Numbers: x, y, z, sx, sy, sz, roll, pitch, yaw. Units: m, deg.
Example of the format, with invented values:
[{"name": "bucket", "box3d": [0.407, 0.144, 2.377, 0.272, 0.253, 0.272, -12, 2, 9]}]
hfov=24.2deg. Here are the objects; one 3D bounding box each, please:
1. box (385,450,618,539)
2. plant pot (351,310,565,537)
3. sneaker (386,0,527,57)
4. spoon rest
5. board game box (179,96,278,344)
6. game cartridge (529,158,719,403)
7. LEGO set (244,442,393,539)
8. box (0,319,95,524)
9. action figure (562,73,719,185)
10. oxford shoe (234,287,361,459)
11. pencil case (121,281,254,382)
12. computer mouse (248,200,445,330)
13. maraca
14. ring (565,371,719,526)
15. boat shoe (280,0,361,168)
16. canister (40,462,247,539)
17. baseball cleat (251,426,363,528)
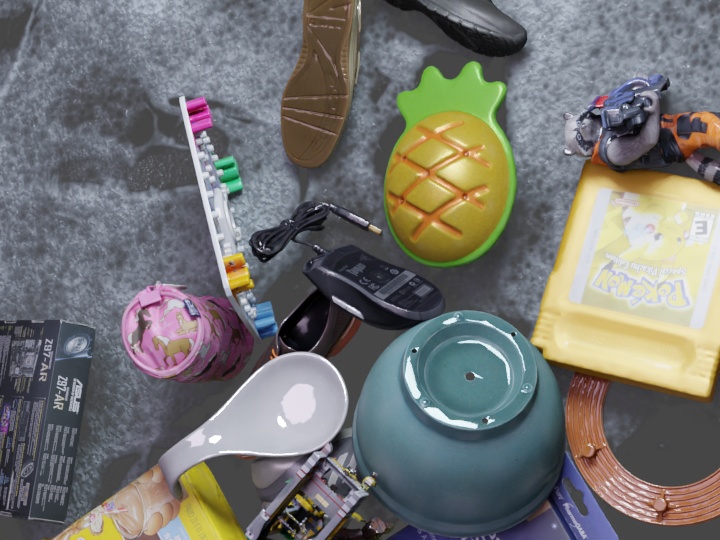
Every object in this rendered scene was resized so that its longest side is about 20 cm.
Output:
[{"name": "box", "box3d": [0.127, 0.255, 1.560, 0.199, 0.032, 0.122, -35, 69, 10]}, {"name": "plant pot", "box3d": [0.093, 0.118, 1.501, 0.199, 0.135, 0.201, 1, 57, -1]}, {"name": "sneaker", "box3d": [0.090, -0.285, 1.666, 0.200, 0.076, 0.091, 35, 86, 21]}, {"name": "spoon rest", "box3d": [-0.104, 0.150, 1.583, 0.199, 0.061, 0.100, -30, 70, 4]}, {"name": "board game box", "box3d": [-0.125, -0.047, 1.632, 0.026, 0.200, 0.201, -15, 73, 2]}, {"name": "game cartridge", "box3d": [0.263, 0.006, 1.544, 0.175, 0.032, 0.201, 12, 74, 23]}, {"name": "LEGO set", "box3d": [0.001, 0.238, 1.499, 0.200, 0.154, 0.116, 43, 97, 23]}, {"name": "box", "box3d": [-0.343, 0.151, 1.715, 0.160, 0.043, 0.202, -4, 76, 50]}, {"name": "action figure", "box3d": [0.271, -0.116, 1.513, 0.192, 0.200, 0.105, 6, 107, 24]}, {"name": "oxford shoe", "box3d": [-0.078, 0.095, 1.648, 0.071, 0.072, 0.201, 33, 92, 24]}, {"name": "pencil case", "box3d": [-0.163, 0.062, 1.622, 0.082, 0.200, 0.087, 31, 91, 13]}, {"name": "computer mouse", "box3d": [0.000, 0.000, 1.621, 0.199, 0.140, 0.046, 24, 122, 16]}, {"name": "maraca", "box3d": [0.086, -0.101, 1.607, 0.136, 0.107, 0.202, -2, 78, 22]}, {"name": "ring", "box3d": [0.283, 0.132, 1.532, 0.199, 0.019, 0.202, -5, 77, 21]}, {"name": "boat shoe", "box3d": [-0.031, -0.203, 1.699, 0.071, 0.064, 0.201, 15, 103, 14]}, {"name": "canister", "box3d": [-0.219, 0.288, 1.656, 0.199, 0.087, 0.149, -35, 68, 9]}, {"name": "baseball cleat", "box3d": [-0.005, 0.196, 1.613, 0.199, 0.070, 0.107, -16, 90, 19]}]
